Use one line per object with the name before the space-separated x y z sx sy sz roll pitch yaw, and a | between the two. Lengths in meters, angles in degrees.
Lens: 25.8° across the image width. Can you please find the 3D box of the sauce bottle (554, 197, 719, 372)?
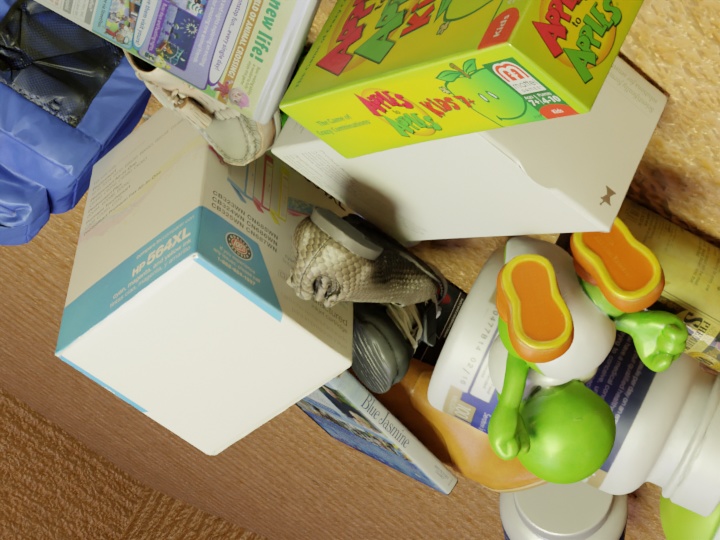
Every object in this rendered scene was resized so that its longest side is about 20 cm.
sauce bottle | 0.207 0.022 0.914 0.199 0.066 0.066 28 164 1

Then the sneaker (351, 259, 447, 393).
sneaker | 0.018 0.022 1.037 0.074 0.088 0.200 64 176 -13

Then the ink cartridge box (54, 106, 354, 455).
ink cartridge box | -0.089 -0.017 0.974 0.125 0.201 0.128 -34 126 30

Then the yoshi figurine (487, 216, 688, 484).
yoshi figurine | 0.118 0.058 0.878 0.112 0.112 0.200 18 157 8

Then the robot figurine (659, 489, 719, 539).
robot figurine | 0.311 0.189 1.161 0.199 0.116 0.176 25 169 12

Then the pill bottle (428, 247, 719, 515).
pill bottle | 0.157 0.078 1.041 0.199 0.120 0.120 26 164 10

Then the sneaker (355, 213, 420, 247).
sneaker | -0.049 -0.021 1.117 0.199 0.116 0.074 16 158 32

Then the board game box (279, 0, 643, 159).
board game box | 0.046 -0.113 0.698 0.048 0.102 0.200 35 163 -24

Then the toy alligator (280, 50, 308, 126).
toy alligator | -0.043 -0.106 0.952 0.059 0.054 0.200 14 159 41

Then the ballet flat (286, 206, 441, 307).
ballet flat | 0.000 0.000 0.905 0.067 0.046 0.200 35 -174 12

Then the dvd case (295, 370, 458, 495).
dvd case | -0.028 0.087 1.137 0.142 0.018 0.200 21 161 48

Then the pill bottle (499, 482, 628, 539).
pill bottle | 0.190 0.226 1.468 0.119 0.120 0.200 23 164 16

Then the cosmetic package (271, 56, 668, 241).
cosmetic package | 0.051 -0.076 0.835 0.107 0.085 0.200 35 162 -26

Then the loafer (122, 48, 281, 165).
loafer | -0.113 -0.134 0.857 0.072 0.063 0.201 -2 127 41

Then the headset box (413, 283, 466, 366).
headset box | -0.020 0.016 1.251 0.200 0.075 0.148 34 162 -21

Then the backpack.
backpack | -0.259 -0.127 1.047 0.200 0.168 0.162 37 162 -6

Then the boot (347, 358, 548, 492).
boot | 0.053 0.097 1.149 0.144 0.071 0.201 37 158 -29

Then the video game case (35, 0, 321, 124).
video game case | -0.095 -0.179 0.741 0.181 0.022 0.200 28 140 0
